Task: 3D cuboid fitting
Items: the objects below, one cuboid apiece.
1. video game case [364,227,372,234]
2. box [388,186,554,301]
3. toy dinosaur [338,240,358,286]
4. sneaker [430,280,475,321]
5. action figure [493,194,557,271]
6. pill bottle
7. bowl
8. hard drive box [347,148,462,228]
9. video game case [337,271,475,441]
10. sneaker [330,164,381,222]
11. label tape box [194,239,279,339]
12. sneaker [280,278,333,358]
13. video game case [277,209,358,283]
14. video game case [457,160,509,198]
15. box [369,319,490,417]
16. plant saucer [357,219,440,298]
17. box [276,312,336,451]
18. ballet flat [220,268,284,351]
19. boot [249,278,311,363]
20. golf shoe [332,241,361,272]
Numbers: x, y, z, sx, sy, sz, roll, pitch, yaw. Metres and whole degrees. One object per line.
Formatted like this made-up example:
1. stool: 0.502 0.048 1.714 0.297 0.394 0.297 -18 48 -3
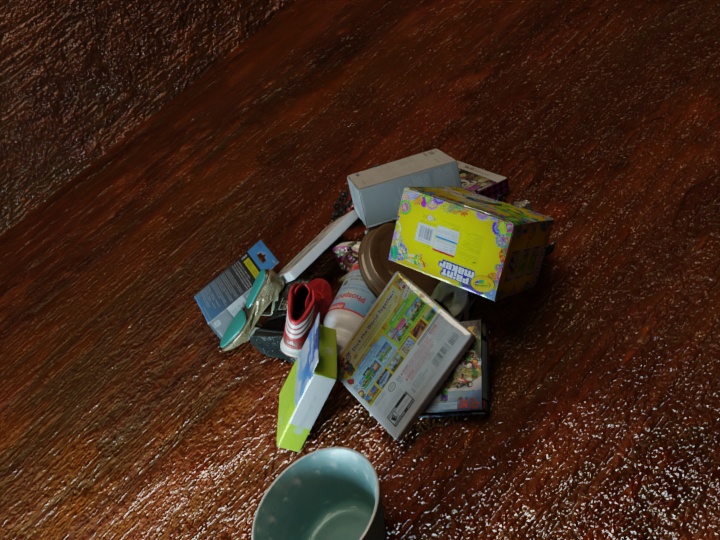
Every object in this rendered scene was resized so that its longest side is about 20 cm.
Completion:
1. video game case: 0.126 -0.091 1.535 0.197 0.018 0.142 -26 31 -27
2. box: 0.184 -0.053 1.246 0.197 0.125 0.191 22 17 30
3. toy dinosaur: 0.000 0.000 1.487 0.197 0.103 0.058 -9 24 42
4. sneaker: 0.134 0.088 1.315 0.079 0.129 0.202 38 110 20
5. action figure: 0.268 -0.060 1.363 0.118 0.103 0.201 -37 31 3
6. pill bottle: -0.004 0.083 1.389 0.106 0.110 0.202 -4 42 34
7. bowl: -0.042 0.362 1.063 0.197 0.106 0.203 -22 34 15
8. hard drive box: 0.083 -0.163 1.481 0.195 0.079 0.156 -16 18 -4
9. video game case: 0.062 0.132 1.214 0.181 0.023 0.202 40 97 36
10. sneaker: 0.014 -0.153 1.719 0.199 0.097 0.072 -36 37 39
11. label tape box: -0.260 0.041 1.680 0.199 0.064 0.144 -40 34 -5
12. sneaker: -0.085 0.054 1.377 0.076 0.118 0.202 14 38 2
13. video game case: -0.103 -0.044 1.641 0.200 0.024 0.181 -45 8 -20
14. video game case: 0.177 -0.162 1.581 0.197 0.037 0.180 -26 29 -21
15. box: 0.108 0.160 1.211 0.195 0.037 0.141 -10 68 30
16. plant saucer: 0.091 -0.016 1.400 0.194 0.030 0.205 8 56 -11
17. box: -0.087 0.187 1.273 0.123 0.047 0.203 -95 27 -54
18. ballet flat: -0.218 0.092 1.578 0.202 0.064 0.071 -56 29 16
19. boot: -0.112 0.095 1.488 0.208 0.080 0.159 8 49 45
20. golf shoe: 0.032 -0.031 1.555 0.196 0.077 0.091 11 40 38
